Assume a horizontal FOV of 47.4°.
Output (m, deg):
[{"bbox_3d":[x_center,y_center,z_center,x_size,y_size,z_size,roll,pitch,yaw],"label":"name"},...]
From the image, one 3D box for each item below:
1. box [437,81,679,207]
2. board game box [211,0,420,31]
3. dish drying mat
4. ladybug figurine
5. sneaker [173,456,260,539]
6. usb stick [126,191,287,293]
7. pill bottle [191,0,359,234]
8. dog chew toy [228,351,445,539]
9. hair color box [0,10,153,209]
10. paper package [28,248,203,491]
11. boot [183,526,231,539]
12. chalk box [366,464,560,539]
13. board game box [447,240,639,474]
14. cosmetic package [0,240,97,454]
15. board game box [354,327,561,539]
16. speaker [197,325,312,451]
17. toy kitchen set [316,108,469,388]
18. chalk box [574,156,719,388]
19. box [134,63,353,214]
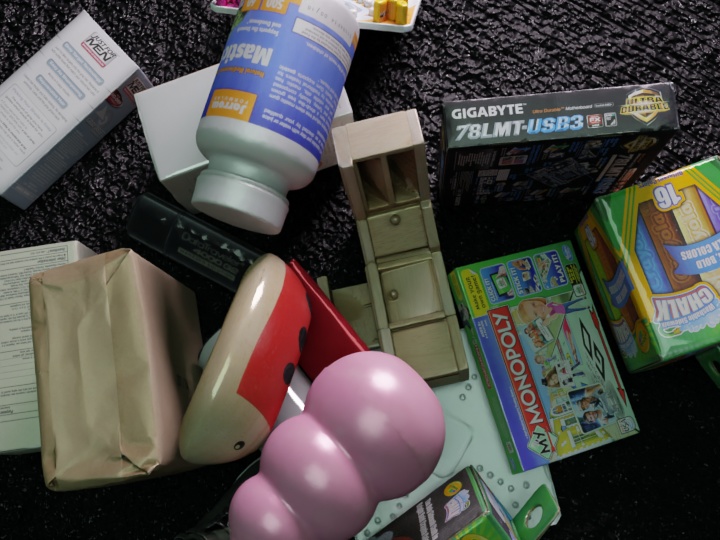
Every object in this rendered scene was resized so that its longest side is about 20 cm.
[{"bbox_3d":[0.173,-0.111,0.779,0.195,0.200,0.050,-5,79,4],"label":"box"},{"bbox_3d":[-0.033,-0.306,0.855,0.197,0.026,0.201,8,38,6],"label":"board game box"},{"bbox_3d":[-0.019,0.087,0.771,0.201,0.018,0.077,51,128,9],"label":"dish drying mat"},{"bbox_3d":[-0.093,0.076,0.707,0.071,0.136,0.202,23,61,-8],"label":"ladybug figurine"},{"bbox_3d":[-0.125,0.249,0.772,0.071,0.099,0.200,39,80,13],"label":"sneaker"},{"bbox_3d":[-0.158,-0.020,0.865,0.198,0.033,0.056,27,101,10],"label":"usb stick"},{"bbox_3d":[-0.079,-0.140,0.721,0.111,0.112,0.203,16,81,7],"label":"pill bottle"},{"bbox_3d":[-0.024,0.161,0.668,0.200,0.125,0.125,-42,78,-17],"label":"dog chew toy"},{"bbox_3d":[-0.337,-0.176,0.901,0.200,0.061,0.099,-44,79,-5],"label":"hair color box"},{"bbox_3d":[-0.213,0.097,0.760,0.102,0.200,0.193,-10,77,2],"label":"paper package"},{"bbox_3d":[-0.108,0.309,0.721,0.067,0.130,0.203,4,100,39],"label":"boot"},{"bbox_3d":[0.095,0.266,0.716,0.199,0.125,0.125,-36,94,4],"label":"chalk box"},{"bbox_3d":[0.178,0.081,0.804,0.133,0.029,0.202,-13,76,-19],"label":"board game box"},{"bbox_3d":[-0.319,0.080,0.838,0.104,0.071,0.203,-7,77,2],"label":"cosmetic package"},{"bbox_3d":[0.076,0.169,0.813,0.197,0.026,0.203,-13,77,1],"label":"board game box"},{"bbox_3d":[-0.071,0.141,0.787,0.081,0.081,0.200,-40,68,-5],"label":"speaker"},{"bbox_3d":[0.000,0.000,0.764,0.161,0.181,0.202,-13,65,3],"label":"toy kitchen set"},{"bbox_3d":[0.301,0.021,0.771,0.122,0.125,0.202,-17,76,0],"label":"chalk box"},{"bbox_3d":[-0.110,-0.148,0.845,0.198,0.124,0.099,-20,78,-1],"label":"box"}]
